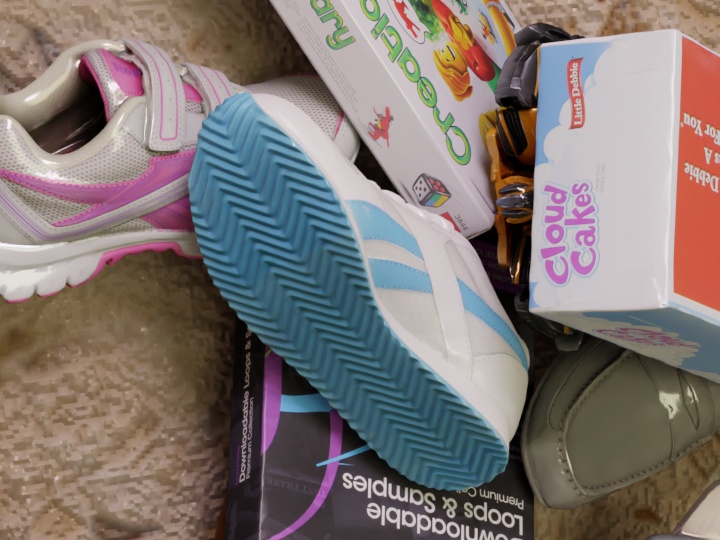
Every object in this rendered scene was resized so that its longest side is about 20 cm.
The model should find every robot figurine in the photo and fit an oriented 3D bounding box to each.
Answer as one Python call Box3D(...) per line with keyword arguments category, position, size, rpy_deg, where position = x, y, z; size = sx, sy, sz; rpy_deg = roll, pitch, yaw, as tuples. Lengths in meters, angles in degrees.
Box3D(category="robot figurine", position=(0.115, -0.044, 1.151), size=(0.200, 0.058, 0.146), rpy_deg=(-19, 104, -63))

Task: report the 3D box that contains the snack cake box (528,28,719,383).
Box3D(category="snack cake box", position=(0.151, -0.019, 1.078), size=(0.200, 0.067, 0.116), rpy_deg=(20, 71, -52))

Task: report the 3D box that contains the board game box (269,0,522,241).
Box3D(category="board game box", position=(0.012, -0.123, 1.125), size=(0.200, 0.035, 0.126), rpy_deg=(55, 34, -18))

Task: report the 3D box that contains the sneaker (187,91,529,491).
Box3D(category="sneaker", position=(0.000, 0.000, 1.071), size=(0.200, 0.076, 0.081), rpy_deg=(53, 36, -24))

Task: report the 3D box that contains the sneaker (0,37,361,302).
Box3D(category="sneaker", position=(-0.087, -0.054, 1.072), size=(0.199, 0.081, 0.088), rpy_deg=(-18, 134, -25))

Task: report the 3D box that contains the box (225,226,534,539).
Box3D(category="box", position=(0.012, 0.063, 1.127), size=(0.143, 0.036, 0.201), rpy_deg=(15, 63, -27))

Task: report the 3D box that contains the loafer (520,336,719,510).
Box3D(category="loafer", position=(0.143, 0.051, 1.178), size=(0.200, 0.070, 0.070), rpy_deg=(-37, 111, -46))

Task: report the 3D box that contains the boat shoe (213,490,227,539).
Box3D(category="boat shoe", position=(-0.041, 0.183, 1.128), size=(0.070, 0.070, 0.201), rpy_deg=(21, 82, -29))

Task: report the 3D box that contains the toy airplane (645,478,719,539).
Box3D(category="toy airplane", position=(0.122, 0.211, 1.170), size=(0.198, 0.141, 0.201), rpy_deg=(-16, 109, -11))
